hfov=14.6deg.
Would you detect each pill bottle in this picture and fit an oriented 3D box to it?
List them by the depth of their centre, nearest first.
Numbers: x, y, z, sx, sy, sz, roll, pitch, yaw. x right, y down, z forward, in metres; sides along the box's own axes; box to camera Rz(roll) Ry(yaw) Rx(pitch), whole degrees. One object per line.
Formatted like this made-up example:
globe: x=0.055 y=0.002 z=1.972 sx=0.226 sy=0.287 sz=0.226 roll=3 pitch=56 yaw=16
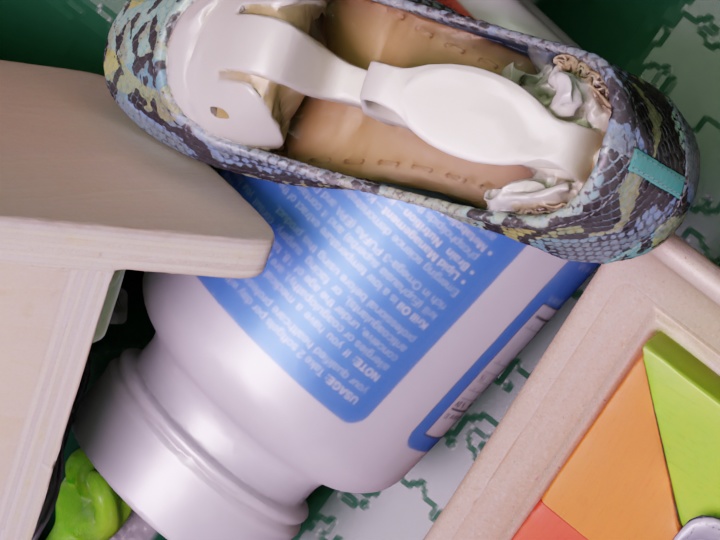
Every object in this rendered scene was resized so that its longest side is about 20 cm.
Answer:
pill bottle: x=0.000 y=0.000 z=0.905 sx=0.112 sy=0.112 sz=0.200 roll=44 pitch=98 yaw=11

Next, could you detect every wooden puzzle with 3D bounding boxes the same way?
wooden puzzle: x=0.111 y=0.109 z=0.870 sx=0.185 sy=0.037 sz=0.200 roll=38 pitch=125 yaw=12

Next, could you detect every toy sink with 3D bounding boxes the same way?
toy sink: x=-0.148 y=0.006 z=0.831 sx=0.130 sy=0.199 sz=0.113 roll=43 pitch=121 yaw=48

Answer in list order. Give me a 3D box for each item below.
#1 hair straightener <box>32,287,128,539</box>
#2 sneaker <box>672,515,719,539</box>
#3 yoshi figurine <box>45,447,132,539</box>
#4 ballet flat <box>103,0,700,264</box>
hair straightener: x=-0.107 y=0.027 z=0.901 sx=0.041 sy=0.077 sz=0.201 roll=26 pitch=55 yaw=-13
sneaker: x=0.054 y=0.124 z=0.845 sx=0.199 sy=0.070 sz=0.109 roll=11 pitch=117 yaw=17
yoshi figurine: x=-0.113 y=0.114 z=0.935 sx=0.200 sy=0.112 sz=0.113 roll=35 pitch=90 yaw=9
ballet flat: x=0.002 y=-0.055 z=0.817 sx=0.199 sy=0.074 sz=0.075 roll=14 pitch=92 yaw=24
